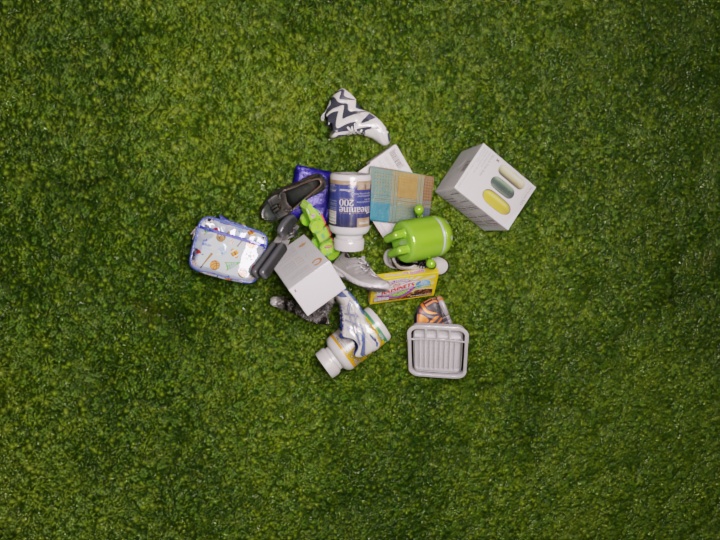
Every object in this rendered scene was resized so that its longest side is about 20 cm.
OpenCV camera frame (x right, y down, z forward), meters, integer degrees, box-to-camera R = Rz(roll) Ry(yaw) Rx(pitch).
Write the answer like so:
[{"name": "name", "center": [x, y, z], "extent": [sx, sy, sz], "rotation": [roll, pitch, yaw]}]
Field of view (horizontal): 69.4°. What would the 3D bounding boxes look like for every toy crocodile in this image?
[{"name": "toy crocodile", "center": [-0.109, -0.106, 1.405], "extent": [0.062, 0.067, 0.201], "rotation": [-35, 127, -16]}]

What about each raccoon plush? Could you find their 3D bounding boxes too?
[{"name": "raccoon plush", "center": [-0.136, 0.064, 1.426], "extent": [0.199, 0.097, 0.135], "rotation": [18, 93, -13]}]

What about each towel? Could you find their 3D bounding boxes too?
[{"name": "towel", "center": [0.107, -0.204, 1.450], "extent": [0.199, 0.022, 0.148], "rotation": [4, 98, -21]}, {"name": "towel", "center": [-0.094, -0.205, 1.442], "extent": [0.199, 0.050, 0.149], "rotation": [9, 91, -13]}]

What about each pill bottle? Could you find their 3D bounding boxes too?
[{"name": "pill bottle", "center": [-0.024, 0.206, 1.457], "extent": [0.200, 0.113, 0.113], "rotation": [-37, 101, -8]}, {"name": "pill bottle", "center": [-0.028, -0.156, 1.375], "extent": [0.110, 0.111, 0.201], "rotation": [-2, 105, -12]}]

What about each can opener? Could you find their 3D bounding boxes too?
[{"name": "can opener", "center": [-0.227, -0.064, 1.376], "extent": [0.201, 0.052, 0.067], "rotation": [-63, 142, -31]}]

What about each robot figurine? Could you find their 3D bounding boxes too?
[{"name": "robot figurine", "center": [0.165, -0.087, 1.419], "extent": [0.199, 0.116, 0.177], "rotation": [-11, 84, -26]}]

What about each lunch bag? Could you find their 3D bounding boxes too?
[{"name": "lunch bag", "center": [-0.354, -0.058, 1.384], "extent": [0.199, 0.076, 0.161], "rotation": [17, 88, -14]}]

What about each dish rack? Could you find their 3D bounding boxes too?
[{"name": "dish rack", "center": [0.222, 0.225, 1.496], "extent": [0.170, 0.044, 0.201], "rotation": [1, 125, 9]}]

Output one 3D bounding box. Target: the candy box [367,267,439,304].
[{"name": "candy box", "center": [0.122, 0.044, 1.493], "extent": [0.199, 0.026, 0.103], "rotation": [-7, 134, -12]}]

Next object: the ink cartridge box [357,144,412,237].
[{"name": "ink cartridge box", "center": [0.076, -0.222, 1.470], "extent": [0.176, 0.045, 0.201], "rotation": [-36, 107, -9]}]

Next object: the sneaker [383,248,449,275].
[{"name": "sneaker", "center": [0.168, -0.018, 1.501], "extent": [0.199, 0.080, 0.074], "rotation": [7, 91, -15]}]

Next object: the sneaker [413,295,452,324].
[{"name": "sneaker", "center": [0.219, 0.178, 1.537], "extent": [0.111, 0.078, 0.201], "rotation": [-22, 102, 4]}]

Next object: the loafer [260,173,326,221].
[{"name": "loafer", "center": [-0.182, -0.195, 1.376], "extent": [0.199, 0.063, 0.072], "rotation": [-32, 100, 4]}]

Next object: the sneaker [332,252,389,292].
[{"name": "sneaker", "center": [0.000, 0.000, 1.414], "extent": [0.075, 0.199, 0.082], "rotation": [27, 87, -56]}]

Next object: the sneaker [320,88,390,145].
[{"name": "sneaker", "center": [-0.024, -0.386, 1.430], "extent": [0.199, 0.079, 0.130], "rotation": [42, 86, -12]}]

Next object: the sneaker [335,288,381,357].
[{"name": "sneaker", "center": [-0.028, 0.136, 1.369], "extent": [0.088, 0.075, 0.201], "rotation": [-32, 88, -7]}]

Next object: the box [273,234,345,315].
[{"name": "box", "center": [-0.144, 0.007, 1.361], "extent": [0.124, 0.200, 0.098], "rotation": [-35, 123, -7]}]

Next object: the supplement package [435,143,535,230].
[{"name": "supplement package", "center": [0.354, -0.232, 1.488], "extent": [0.200, 0.151, 0.152], "rotation": [35, 86, -13]}]
